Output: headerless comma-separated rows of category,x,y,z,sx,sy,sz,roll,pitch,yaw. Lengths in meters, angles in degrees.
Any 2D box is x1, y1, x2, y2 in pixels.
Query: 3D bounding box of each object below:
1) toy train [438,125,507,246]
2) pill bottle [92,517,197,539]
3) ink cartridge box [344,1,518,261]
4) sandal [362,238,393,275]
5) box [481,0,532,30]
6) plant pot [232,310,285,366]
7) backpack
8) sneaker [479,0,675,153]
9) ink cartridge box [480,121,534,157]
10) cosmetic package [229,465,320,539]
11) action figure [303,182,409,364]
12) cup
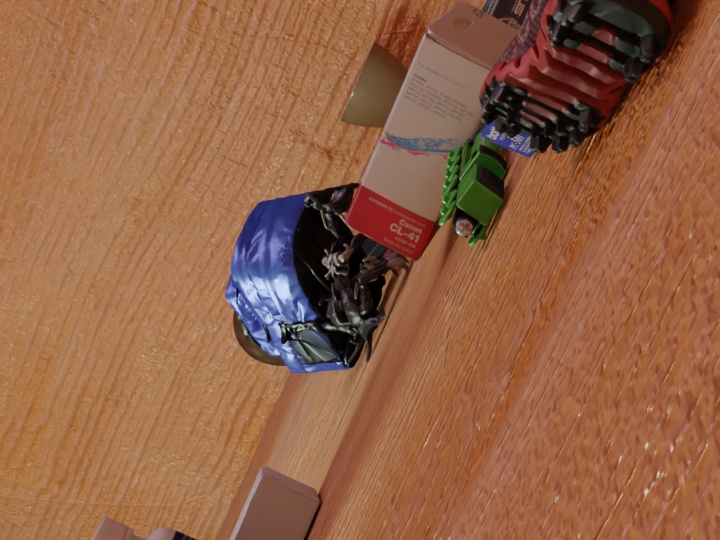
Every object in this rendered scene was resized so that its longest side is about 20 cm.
toy train,0.094,-0.076,1.165,0.057,0.041,0.200,-55,7,20
pill bottle,-0.178,0.322,1.400,0.120,0.198,0.121,-156,90,-87
ink cartridge box,0.073,-0.131,1.336,0.202,0.085,0.148,-64,-6,28
sandal,0.032,-0.027,1.920,0.200,0.045,0.076,-47,19,35
box,0.139,-0.237,1.490,0.162,0.049,0.202,-70,4,-67
plant pot,-0.143,0.111,2.833,0.189,0.185,0.200,-66,18,0
backpack,-0.084,0.013,1.774,0.164,0.166,0.201,-75,-32,-43
sneaker,0.123,-0.133,0.789,0.201,0.070,0.099,128,165,-70
ink cartridge box,0.147,-0.189,1.013,0.094,0.044,0.202,119,174,-76
cosmetic package,-0.114,0.318,1.525,0.101,0.070,0.202,159,135,-86
action figure,0.000,0.000,1.656,0.118,0.101,0.203,-7,97,55
cup,0.055,-0.420,3.393,0.200,0.142,0.203,-157,90,-87
